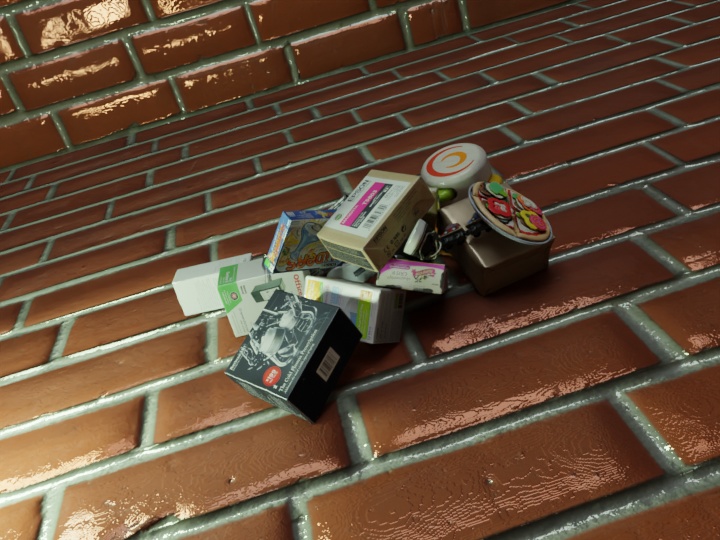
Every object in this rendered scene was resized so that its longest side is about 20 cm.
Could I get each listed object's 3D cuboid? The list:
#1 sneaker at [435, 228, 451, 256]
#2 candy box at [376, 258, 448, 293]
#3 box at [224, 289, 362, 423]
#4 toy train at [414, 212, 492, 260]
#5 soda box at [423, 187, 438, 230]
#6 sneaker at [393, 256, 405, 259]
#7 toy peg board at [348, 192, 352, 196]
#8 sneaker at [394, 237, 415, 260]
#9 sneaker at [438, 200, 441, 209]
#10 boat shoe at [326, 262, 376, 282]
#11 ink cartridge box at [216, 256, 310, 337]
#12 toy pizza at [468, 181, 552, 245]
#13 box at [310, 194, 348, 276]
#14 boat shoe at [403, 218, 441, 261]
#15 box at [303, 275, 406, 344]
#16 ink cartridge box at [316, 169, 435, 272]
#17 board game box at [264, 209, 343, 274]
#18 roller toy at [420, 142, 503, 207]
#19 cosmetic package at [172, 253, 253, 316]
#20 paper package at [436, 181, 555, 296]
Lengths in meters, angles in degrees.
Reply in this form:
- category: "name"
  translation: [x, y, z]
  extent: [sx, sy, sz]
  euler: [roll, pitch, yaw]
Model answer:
- category: "sneaker"
  translation: [0.243, -0.071, 1.626]
  extent: [0.198, 0.078, 0.078]
  euler: [13, 38, 37]
- category: "candy box"
  translation: [0.114, 0.010, 1.446]
  extent: [0.134, 0.062, 0.200]
  euler: [7, 1, 9]
- category: "box"
  translation: [-0.129, 0.161, 1.323]
  extent: [0.180, 0.104, 0.202]
  euler: [12, 62, 40]
- category: "toy train"
  translation: [0.199, -0.076, 1.455]
  extent: [0.198, 0.034, 0.046]
  euler: [-25, 49, 27]
- category: "soda box"
  translation: [0.136, -0.117, 1.551]
  extent: [0.067, 0.200, 0.065]
  euler: [4, 70, 4]
- category: "sneaker"
  translation: [0.087, -0.076, 1.708]
  extent: [0.105, 0.076, 0.200]
  euler: [-26, 33, -18]
- category: "toy peg board"
  translation: [0.002, -0.098, 1.724]
  extent: [0.199, 0.097, 0.201]
  euler: [-36, 36, 28]
- category: "sneaker"
  translation: [0.083, -0.072, 1.507]
  extent: [0.198, 0.074, 0.071]
  euler: [3, 36, -44]
- category: "sneaker"
  translation: [0.144, -0.161, 1.713]
  extent: [0.083, 0.076, 0.200]
  euler: [-9, 3, -7]
- category: "boat shoe"
  translation: [0.000, 0.000, 1.585]
  extent: [0.199, 0.074, 0.065]
  euler: [-25, 6, 40]
- category: "ink cartridge box"
  translation: [-0.209, 0.051, 1.560]
  extent: [0.197, 0.148, 0.084]
  euler: [-14, 31, 3]
- category: "toy pizza"
  translation: [0.316, -0.128, 1.422]
  extent: [0.198, 0.032, 0.201]
  euler: [18, 36, -14]
- category: "box"
  translation: [-0.087, -0.072, 1.681]
  extent: [0.199, 0.049, 0.162]
  euler: [-38, 33, 25]
- category: "boat shoe"
  translation: [0.131, -0.055, 1.358]
  extent: [0.063, 0.071, 0.200]
  euler: [27, 4, 8]
- category: "box"
  translation: [-0.018, 0.079, 1.430]
  extent: [0.198, 0.114, 0.101]
  euler: [10, 4, 36]
- category: "ink cartridge box"
  translation: [0.030, -0.107, 1.393]
  extent: [0.164, 0.075, 0.201]
  euler: [17, 63, 49]
- category: "board game box"
  translation: [-0.099, -0.064, 1.462]
  extent: [0.198, 0.137, 0.034]
  euler: [-8, 42, -43]
- category: "roller toy"
  translation: [0.264, -0.238, 1.827]
  extent: [0.198, 0.141, 0.183]
  euler: [-24, 36, 3]
- category: "cosmetic package"
  translation: [-0.352, 0.035, 1.700]
  extent: [0.197, 0.103, 0.072]
  euler: [-12, 29, 4]
- category: "paper package"
  translation: [0.297, -0.074, 1.517]
  extent: [0.188, 0.104, 0.201]
  euler: [-23, 53, -12]
